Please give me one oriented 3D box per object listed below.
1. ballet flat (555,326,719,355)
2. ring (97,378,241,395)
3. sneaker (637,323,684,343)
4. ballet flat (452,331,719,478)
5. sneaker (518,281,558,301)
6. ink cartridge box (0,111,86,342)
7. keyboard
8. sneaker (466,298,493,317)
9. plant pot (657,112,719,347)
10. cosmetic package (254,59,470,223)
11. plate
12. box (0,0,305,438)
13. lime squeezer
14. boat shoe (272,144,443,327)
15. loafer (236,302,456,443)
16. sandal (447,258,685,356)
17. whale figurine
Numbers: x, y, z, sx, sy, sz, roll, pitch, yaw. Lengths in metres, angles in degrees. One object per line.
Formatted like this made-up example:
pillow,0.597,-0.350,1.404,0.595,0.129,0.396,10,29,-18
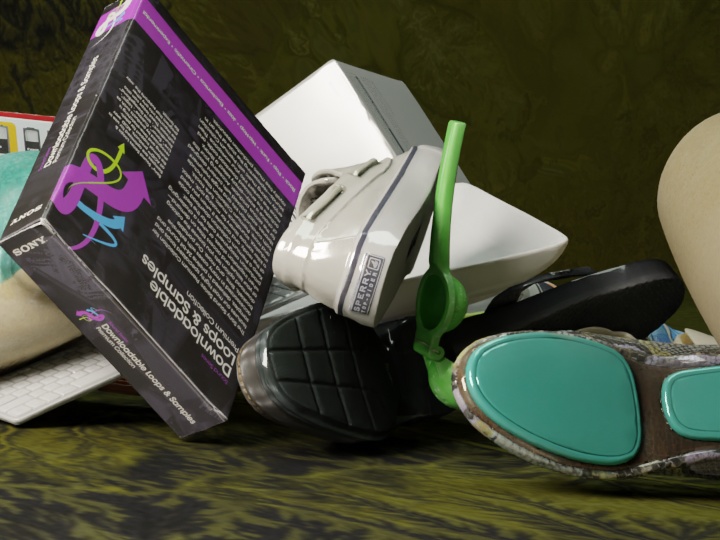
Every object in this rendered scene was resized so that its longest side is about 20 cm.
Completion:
ballet flat,0.178,0.061,1.293,0.199,0.073,0.072,4,3,-19
ring,-0.135,0.036,1.284,0.199,0.019,0.201,9,18,-3
sneaker,0.198,0.060,1.432,0.089,0.079,0.200,9,3,5
ballet flat,0.128,0.073,1.077,0.199,0.073,0.072,5,3,-20
sneaker,0.074,0.040,1.595,0.079,0.079,0.199,16,-8,-41
ink cartridge box,-0.244,-0.043,1.400,0.199,0.177,0.084,4,-25,-28
keyboard,-0.114,0.038,1.153,0.199,0.011,0.056,-24,20,-39
sneaker,0.005,0.021,1.512,0.198,0.084,0.072,-2,-10,2
plant pot,0.253,-0.010,1.233,0.186,0.189,0.200,5,22,-29
cosmetic package,-0.041,-0.044,1.627,0.199,0.123,0.200,-35,-9,12
plate,0.000,0.000,1.288,0.198,0.033,0.200,-15,15,-12
box,-0.100,-0.033,1.124,0.036,0.143,0.201,-25,30,28
lime squeezer,0.060,0.026,1.148,0.070,0.201,0.038,-24,20,-1
boat shoe,-0.001,-0.025,1.149,0.065,0.072,0.200,18,23,5
loafer,-0.017,0.060,1.151,0.072,0.073,0.200,-17,-13,24
sandal,0.098,0.027,1.306,0.199,0.043,0.076,-15,-32,-13
whale figurine,-0.200,0.002,1.128,0.199,0.104,0.159,-21,-5,-40
